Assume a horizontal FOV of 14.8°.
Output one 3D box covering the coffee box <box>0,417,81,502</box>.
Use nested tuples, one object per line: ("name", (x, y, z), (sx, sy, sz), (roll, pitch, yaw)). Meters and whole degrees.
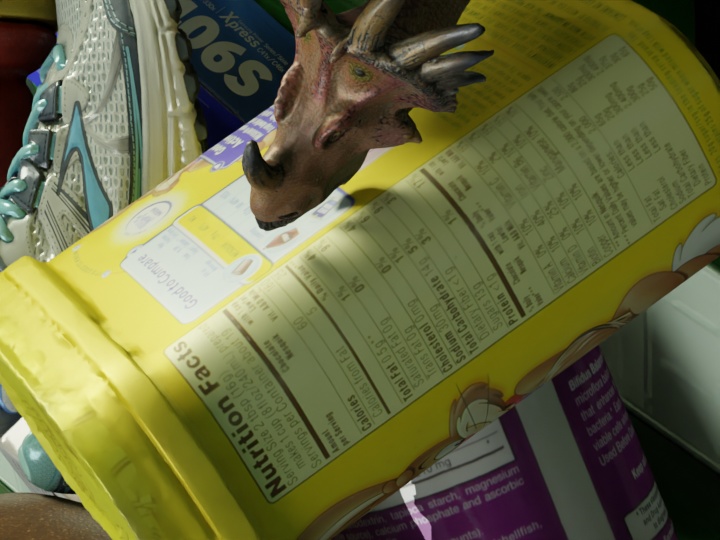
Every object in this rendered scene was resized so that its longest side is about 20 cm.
("coffee box", (-0.028, 0.096, 1.070), (0.200, 0.114, 0.080), (35, 163, 34))

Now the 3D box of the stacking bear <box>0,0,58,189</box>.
("stacking bear", (-0.150, -0.102, 0.952), (0.121, 0.113, 0.201), (-7, 86, 62))

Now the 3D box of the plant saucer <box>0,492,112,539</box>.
("plant saucer", (-0.063, 0.124, 0.923), (0.200, 0.037, 0.200), (23, 161, 9))

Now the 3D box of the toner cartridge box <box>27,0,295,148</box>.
("toner cartridge box", (-0.097, -0.099, 1.042), (0.200, 0.043, 0.095), (43, 151, 20))

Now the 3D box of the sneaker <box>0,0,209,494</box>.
("sneaker", (-0.090, -0.023, 0.891), (0.078, 0.086, 0.201), (113, 147, -79))

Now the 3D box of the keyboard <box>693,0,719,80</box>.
("keyboard", (0.124, -0.065, 0.742), (0.200, 0.040, 0.104), (80, 167, -45))

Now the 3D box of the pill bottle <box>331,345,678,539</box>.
("pill bottle", (0.028, 0.045, 0.922), (0.112, 0.112, 0.200), (-8, 106, 61))

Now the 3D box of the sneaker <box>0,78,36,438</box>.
("sneaker", (-0.162, -0.006, 1.102), (0.080, 0.147, 0.200), (-19, 139, 23))

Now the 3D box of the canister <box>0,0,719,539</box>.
("canister", (0.000, 0.000, 0.790), (0.087, 0.200, 0.149), (60, 169, -27))

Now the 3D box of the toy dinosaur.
("toy dinosaur", (0.010, -0.118, 0.699), (0.086, 0.135, 0.201), (3, 114, 43))
